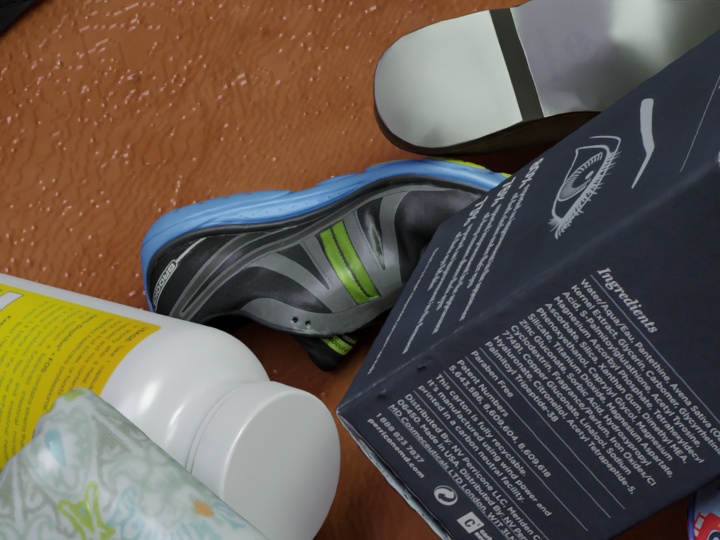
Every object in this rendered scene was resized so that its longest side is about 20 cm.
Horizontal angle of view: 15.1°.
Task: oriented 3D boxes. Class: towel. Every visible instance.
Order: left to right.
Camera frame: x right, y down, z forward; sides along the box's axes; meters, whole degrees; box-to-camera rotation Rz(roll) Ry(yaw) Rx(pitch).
[{"bbox_3d":[-0.106,0.172,1.040,0.171,0.048,0.201,37,95,24],"label":"towel"}]

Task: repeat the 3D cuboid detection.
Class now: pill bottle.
[{"bbox_3d":[-0.106,0.066,1.153,0.199,0.104,0.105,13,74,39],"label":"pill bottle"}]

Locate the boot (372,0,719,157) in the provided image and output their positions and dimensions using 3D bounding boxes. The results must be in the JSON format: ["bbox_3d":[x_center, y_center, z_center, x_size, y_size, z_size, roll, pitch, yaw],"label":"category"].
[{"bbox_3d":[0.102,-0.087,1.168,0.199,0.075,0.074,-9,80,-2],"label":"boot"}]

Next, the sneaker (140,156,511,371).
[{"bbox_3d":[0.000,0.000,1.181,0.198,0.071,0.083,-12,78,20],"label":"sneaker"}]

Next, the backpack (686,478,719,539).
[{"bbox_3d":[0.209,0.098,1.003,0.200,0.135,0.183,36,85,34],"label":"backpack"}]

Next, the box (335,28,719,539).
[{"bbox_3d":[0.109,0.008,1.027,0.200,0.104,0.148,-34,15,34],"label":"box"}]

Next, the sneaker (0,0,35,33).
[{"bbox_3d":[-0.178,-0.204,1.334,0.202,0.077,0.147,-33,62,9],"label":"sneaker"}]
